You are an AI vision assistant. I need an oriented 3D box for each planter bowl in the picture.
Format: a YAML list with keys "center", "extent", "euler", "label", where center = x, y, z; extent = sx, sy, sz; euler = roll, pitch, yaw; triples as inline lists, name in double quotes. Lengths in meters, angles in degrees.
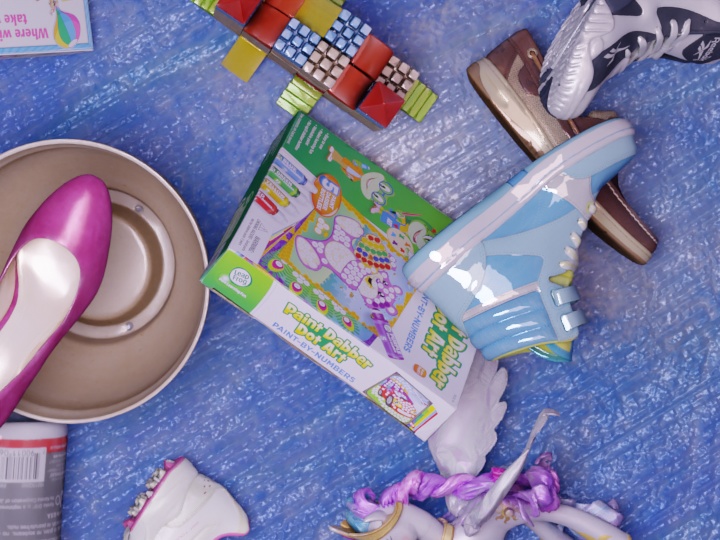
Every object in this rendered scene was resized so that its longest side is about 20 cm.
- center: [-0.201, 0.002, 1.649]
  extent: [0.200, 0.135, 0.201]
  euler: [0, 96, 3]
  label: "planter bowl"

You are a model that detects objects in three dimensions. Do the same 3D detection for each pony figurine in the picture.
- center: [0.098, 0.176, 1.692]
  extent: [0.200, 0.167, 0.193]
  euler: [32, 98, -20]
  label: "pony figurine"

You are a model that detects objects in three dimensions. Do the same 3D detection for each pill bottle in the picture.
- center: [-0.277, 0.204, 1.668]
  extent: [0.114, 0.114, 0.200]
  euler: [4, 93, -5]
  label: "pill bottle"

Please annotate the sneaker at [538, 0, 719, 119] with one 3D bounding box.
- center: [0.222, -0.173, 1.693]
  extent: [0.129, 0.079, 0.199]
  euler: [31, 59, -10]
  label: "sneaker"

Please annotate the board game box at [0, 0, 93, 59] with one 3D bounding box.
- center: [-0.282, -0.218, 1.624]
  extent: [0.200, 0.034, 0.135]
  euler: [-9, 94, -49]
  label: "board game box"

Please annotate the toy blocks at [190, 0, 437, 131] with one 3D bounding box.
- center: [-0.031, -0.166, 1.660]
  extent: [0.200, 0.137, 0.100]
  euler: [35, 89, -5]
  label: "toy blocks"

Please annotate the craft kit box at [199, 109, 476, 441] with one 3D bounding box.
- center: [0.000, 0.000, 1.640]
  extent: [0.197, 0.200, 0.049]
  euler: [37, 125, -11]
  label: "craft kit box"

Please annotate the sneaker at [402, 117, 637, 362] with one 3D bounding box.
- center: [0.142, -0.011, 1.630]
  extent: [0.200, 0.080, 0.131]
  euler: [-37, 86, -8]
  label: "sneaker"

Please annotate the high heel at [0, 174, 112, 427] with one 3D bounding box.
- center: [-0.230, 0.027, 1.538]
  extent: [0.067, 0.096, 0.200]
  euler: [34, 98, 0]
  label: "high heel"

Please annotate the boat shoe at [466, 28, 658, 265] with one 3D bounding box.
- center: [0.167, -0.095, 1.714]
  extent: [0.072, 0.072, 0.200]
  euler: [-40, 89, -1]
  label: "boat shoe"

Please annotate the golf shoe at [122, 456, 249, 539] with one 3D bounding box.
- center: [-0.158, 0.241, 1.701]
  extent: [0.091, 0.075, 0.200]
  euler: [31, 91, -8]
  label: "golf shoe"
